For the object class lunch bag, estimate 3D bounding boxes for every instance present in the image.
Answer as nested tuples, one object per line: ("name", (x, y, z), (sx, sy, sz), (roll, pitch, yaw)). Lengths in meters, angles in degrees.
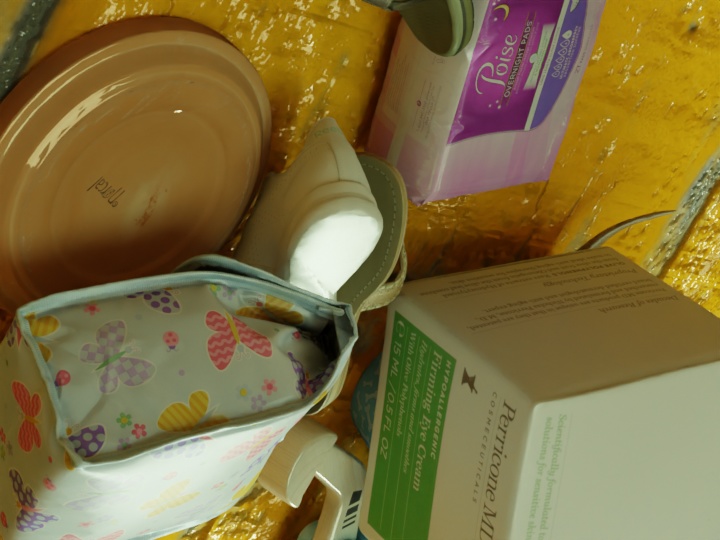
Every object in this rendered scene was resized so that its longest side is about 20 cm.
("lunch bag", (-0.117, 0.078, 1.157), (0.200, 0.127, 0.170), (-10, 156, -30))

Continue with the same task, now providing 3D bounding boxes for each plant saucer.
("plant saucer", (-0.133, -0.049, 1.138), (0.200, 0.032, 0.201), (-25, 137, -26))

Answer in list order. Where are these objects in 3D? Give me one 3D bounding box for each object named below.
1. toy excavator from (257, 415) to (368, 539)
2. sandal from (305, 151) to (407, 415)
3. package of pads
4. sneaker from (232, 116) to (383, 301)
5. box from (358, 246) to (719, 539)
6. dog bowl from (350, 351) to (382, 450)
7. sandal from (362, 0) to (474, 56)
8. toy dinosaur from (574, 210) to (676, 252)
("toy excavator", (-0.012, 0.194, 1.440), (0.194, 0.100, 0.200), (-2, 112, -46))
("sandal", (-0.005, -0.003, 1.289), (0.070, 0.078, 0.212), (-35, 152, -48))
("package of pads", (0.082, -0.140, 1.227), (0.120, 0.076, 0.200), (-14, 132, -39))
("sneaker", (-0.047, -0.014, 1.224), (0.075, 0.089, 0.200), (6, 144, -30))
("box", (0.130, 0.116, 1.337), (0.200, 0.171, 0.199), (-10, 121, -32))
("dog bowl", (0.056, 0.117, 1.458), (0.111, 0.050, 0.200), (-40, 142, -9))
("sandal", (-0.003, -0.188, 1.105), (0.057, 0.080, 0.201), (-47, 134, -8))
("toy dinosaur", (0.133, 0.022, 1.453), (0.106, 0.060, 0.200), (-17, 145, -51))
